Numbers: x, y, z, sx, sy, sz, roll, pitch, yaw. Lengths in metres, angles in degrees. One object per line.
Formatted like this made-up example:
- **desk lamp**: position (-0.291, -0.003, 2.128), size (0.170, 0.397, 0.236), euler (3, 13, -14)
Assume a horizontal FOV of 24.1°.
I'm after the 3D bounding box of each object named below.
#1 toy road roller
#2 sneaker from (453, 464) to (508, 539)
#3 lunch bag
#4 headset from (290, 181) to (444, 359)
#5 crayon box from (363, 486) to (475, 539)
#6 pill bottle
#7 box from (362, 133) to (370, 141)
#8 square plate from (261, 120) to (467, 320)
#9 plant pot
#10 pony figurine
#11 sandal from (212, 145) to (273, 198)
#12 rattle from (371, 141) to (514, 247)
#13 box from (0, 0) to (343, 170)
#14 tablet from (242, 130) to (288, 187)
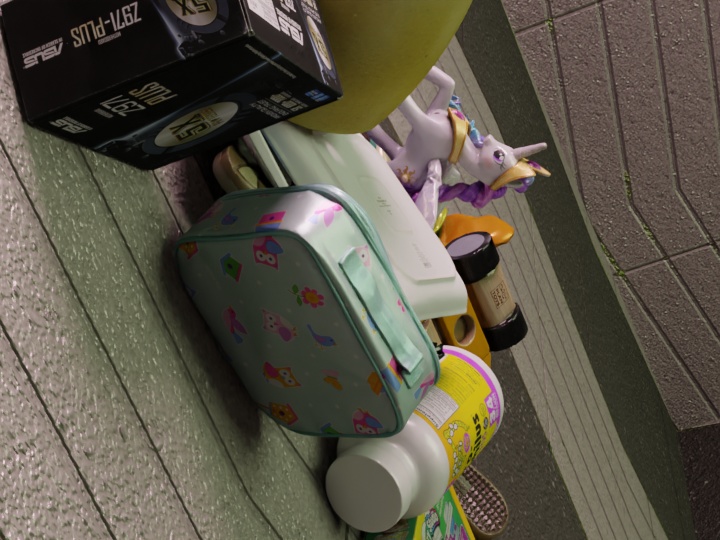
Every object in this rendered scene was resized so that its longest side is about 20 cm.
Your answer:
- **toy road roller**: position (0.066, 0.053, 1.758), size (0.200, 0.145, 0.124), euler (-42, 119, -33)
- **sneaker**: position (0.064, 0.186, 1.660), size (0.201, 0.070, 0.075), euler (56, -28, -2)
- **lunch bag**: position (-0.033, 0.033, 1.250), size (0.077, 0.159, 0.201), euler (-52, 123, -39)
- **headset**: position (0.000, 0.000, 1.487), size (0.201, 0.093, 0.124), euler (67, -26, 18)
- **crayon box**: position (0.064, 0.279, 1.535), size (0.200, 0.058, 0.174), euler (-72, 140, -67)
- **pill bottle**: position (0.045, 0.150, 1.479), size (0.200, 0.104, 0.105), euler (-40, 111, -55)
- **box**: position (-0.036, -0.172, 1.688), size (0.200, 0.074, 0.101), euler (-84, 152, -62)
- **square plate**: position (0.012, -0.047, 1.395), size (0.199, 0.028, 0.200), euler (55, 18, 11)
- **plant pot**: position (-0.017, -0.194, 1.343), size (0.200, 0.198, 0.143), euler (-76, -179, -64)
- **pony figurine**: position (0.051, -0.093, 1.550), size (0.199, 0.193, 0.167), euler (37, 25, -4)
- **sandal**: position (-0.086, -0.047, 1.371), size (0.080, 0.054, 0.200), euler (51, 4, 17)
- **rattle**: position (0.066, -0.102, 1.863), size (0.130, 0.142, 0.202), euler (-39, 117, -55)
- **box**: position (-0.122, -0.148, 1.153), size (0.200, 0.162, 0.087), euler (21, 51, -73)
- **tablet**: position (-0.105, -0.139, 1.382), size (0.131, 0.014, 0.200), euler (63, -3, -20)
